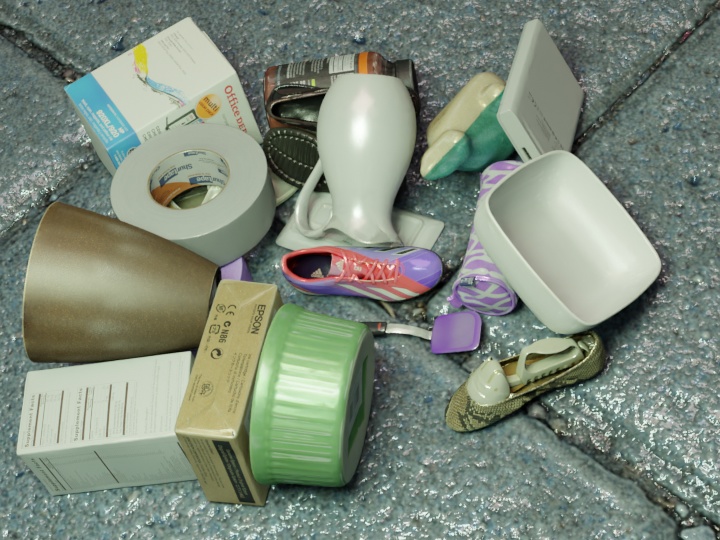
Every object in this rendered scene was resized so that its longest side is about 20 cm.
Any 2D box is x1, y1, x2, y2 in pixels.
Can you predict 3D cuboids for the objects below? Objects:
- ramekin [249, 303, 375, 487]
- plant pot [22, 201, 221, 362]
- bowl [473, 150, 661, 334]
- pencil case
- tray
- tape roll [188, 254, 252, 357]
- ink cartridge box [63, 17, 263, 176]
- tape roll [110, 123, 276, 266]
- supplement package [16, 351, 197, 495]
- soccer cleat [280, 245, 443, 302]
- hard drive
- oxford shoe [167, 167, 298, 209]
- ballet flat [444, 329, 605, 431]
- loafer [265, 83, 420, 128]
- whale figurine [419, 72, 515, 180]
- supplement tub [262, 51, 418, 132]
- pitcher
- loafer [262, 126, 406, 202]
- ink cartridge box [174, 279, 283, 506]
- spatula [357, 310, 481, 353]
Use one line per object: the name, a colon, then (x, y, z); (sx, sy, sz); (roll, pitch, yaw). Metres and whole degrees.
ramekin: (-0.048, 0.142, 1.501); (0.097, 0.201, 0.201); (7, 56, 10)
plant pot: (-0.266, 0.027, 1.582); (0.198, 0.187, 0.188); (8, 55, 1)
bowl: (0.229, -0.026, 1.575); (0.200, 0.075, 0.200); (-31, 79, -41)
pencil case: (0.165, -0.038, 1.655); (0.085, 0.084, 0.201); (-11, 46, 38)
tray: (-0.003, -0.052, 1.739); (0.199, 0.022, 0.108); (18, 61, 25)
tape roll: (-0.236, 0.027, 1.710); (0.199, 0.066, 0.201); (-6, 52, 8)
ink cartridge box: (-0.260, -0.207, 1.836); (0.199, 0.148, 0.145); (-33, 54, -10)
tape roll: (-0.207, -0.092, 1.710); (0.199, 0.066, 0.201); (-6, 48, 7)
supplement package: (-0.278, 0.177, 1.577); (0.198, 0.114, 0.110); (-7, 54, 8)
soccer cleat: (0.000, 0.000, 1.656); (0.199, 0.073, 0.069); (1, 80, 16)
hard drive: (0.226, -0.205, 1.704); (0.027, 0.132, 0.201); (-17, 34, 33)
oxford shoe: (-0.166, -0.107, 1.797); (0.199, 0.058, 0.075); (-19, 48, -4)
ballet flat: (0.181, 0.114, 1.537); (0.199, 0.075, 0.068); (-23, 53, -3)
loafer: (-0.024, -0.203, 1.743); (0.198, 0.072, 0.063); (2, 17, 6)
whale figurine: (0.140, -0.162, 1.703); (0.104, 0.159, 0.200); (42, 31, -5)
supplement tub: (-0.024, -0.232, 1.824); (0.198, 0.107, 0.108); (-6, 53, 9)
pitcher: (-0.014, -0.134, 1.678); (0.171, 0.121, 0.202); (4, 91, 40)
loafer: (-0.031, -0.136, 1.776); (0.199, 0.073, 0.071); (21, 21, 10)
ink cartridge box: (-0.133, 0.138, 1.538); (0.075, 0.165, 0.201); (4, 56, 14)
spatula: (0.047, 0.072, 1.635); (0.198, 0.021, 0.057); (1, 56, 15)
